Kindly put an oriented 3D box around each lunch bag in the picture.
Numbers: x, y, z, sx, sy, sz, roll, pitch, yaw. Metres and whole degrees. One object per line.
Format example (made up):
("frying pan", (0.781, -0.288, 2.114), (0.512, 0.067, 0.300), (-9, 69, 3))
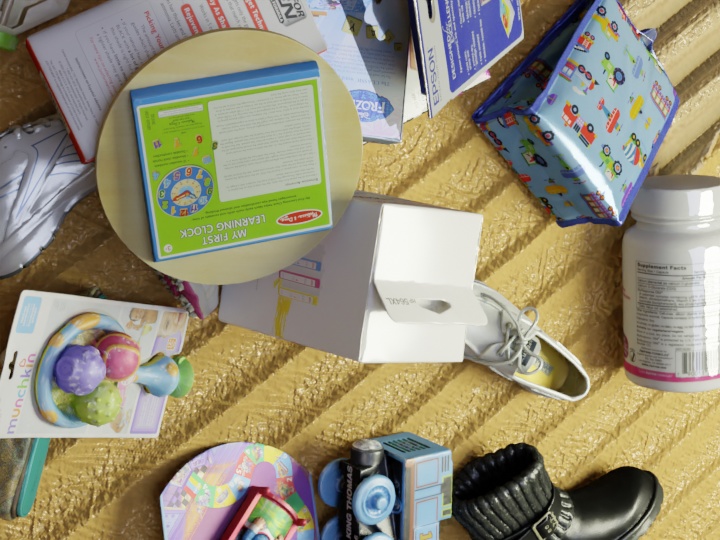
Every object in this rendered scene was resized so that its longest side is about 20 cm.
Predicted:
("lunch bag", (0.227, -0.164, 1.311), (0.151, 0.094, 0.200), (48, 67, -24))

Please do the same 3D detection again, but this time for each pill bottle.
("pill bottle", (0.318, 0.011, 1.369), (0.113, 0.113, 0.201), (-9, 104, -27))

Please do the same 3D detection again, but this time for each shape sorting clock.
("shape sorting clock", (-0.094, -0.081, 1.009), (0.199, 0.039, 0.201), (-7, 115, -16))

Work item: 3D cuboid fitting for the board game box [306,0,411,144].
("board game box", (-0.057, -0.210, 1.097), (0.199, 0.041, 0.201), (6, 89, -15))

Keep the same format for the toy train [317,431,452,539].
("toy train", (0.025, 0.249, 1.274), (0.114, 0.087, 0.201), (-6, 102, -33))

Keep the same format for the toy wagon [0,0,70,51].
("toy wagon", (-0.303, -0.262, 1.026), (0.199, 0.040, 0.156), (19, 90, -29))

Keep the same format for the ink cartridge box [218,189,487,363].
("ink cartridge box", (0.000, 0.000, 1.130), (0.128, 0.199, 0.126), (2, 98, -46))

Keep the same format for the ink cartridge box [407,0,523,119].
("ink cartridge box", (0.068, -0.249, 1.102), (0.200, 0.047, 0.199), (-42, 130, -49))

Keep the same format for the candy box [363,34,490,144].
("candy box", (0.001, -0.188, 1.190), (0.199, 0.061, 0.137), (-30, 110, -20))

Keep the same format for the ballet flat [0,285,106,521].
("ballet flat", (-0.267, 0.099, 1.104), (0.070, 0.071, 0.201), (21, 87, -30))

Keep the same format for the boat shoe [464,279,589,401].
("boat shoe", (0.145, 0.072, 1.302), (0.202, 0.086, 0.075), (37, 82, -29))

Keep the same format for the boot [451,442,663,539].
("boot", (0.196, 0.223, 1.362), (0.211, 0.079, 0.158), (-36, 114, -18))

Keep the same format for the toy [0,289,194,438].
("toy", (-0.199, 0.083, 1.089), (0.200, 0.047, 0.116), (10, 96, -61))

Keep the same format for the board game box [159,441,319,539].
("board game box", (-0.090, 0.250, 1.201), (0.157, 0.039, 0.201), (-5, 86, -36))

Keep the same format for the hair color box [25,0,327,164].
("hair color box", (-0.136, -0.166, 1.023), (0.199, 0.061, 0.102), (-26, 98, -11))

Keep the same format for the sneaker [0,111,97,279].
("sneaker", (-0.242, -0.088, 1.075), (0.087, 0.074, 0.200), (45, 76, -21))

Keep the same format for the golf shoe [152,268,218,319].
("golf shoe", (-0.130, -0.036, 1.104), (0.091, 0.075, 0.200), (-35, 148, -18))
